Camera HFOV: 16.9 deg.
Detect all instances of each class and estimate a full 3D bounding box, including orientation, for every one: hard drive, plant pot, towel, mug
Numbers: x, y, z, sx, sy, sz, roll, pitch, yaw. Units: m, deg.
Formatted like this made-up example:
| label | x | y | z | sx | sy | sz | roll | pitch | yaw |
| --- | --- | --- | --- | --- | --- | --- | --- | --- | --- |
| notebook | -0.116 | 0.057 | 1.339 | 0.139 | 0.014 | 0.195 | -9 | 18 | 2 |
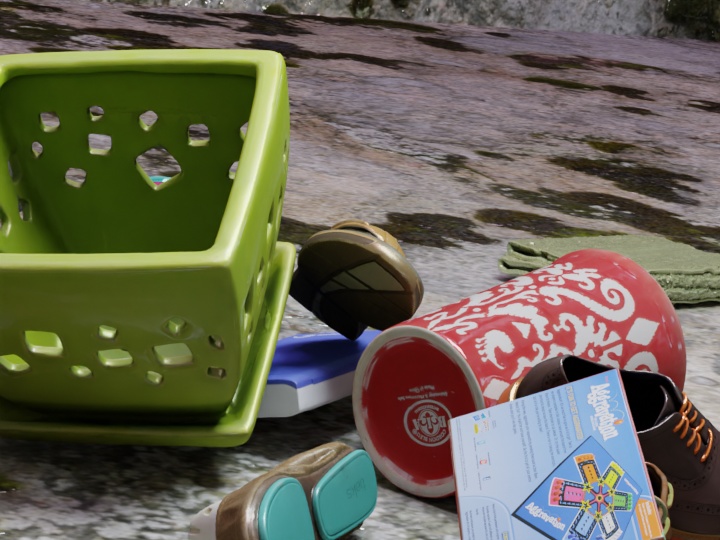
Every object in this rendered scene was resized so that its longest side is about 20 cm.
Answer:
| label | x | y | z | sx | sy | sz | roll | pitch | yaw |
| --- | --- | --- | --- | --- | --- | --- | --- | --- | --- |
| hard drive | -0.045 | 0.068 | 1.611 | 0.131 | 0.026 | 0.200 | -4 | 6 | 31 |
| plant pot | -0.142 | -0.004 | 1.466 | 0.198 | 0.182 | 0.200 | 1 | 43 | 10 |
| towel | 0.232 | 0.000 | 2.103 | 0.199 | 0.037 | 0.148 | -4 | 16 | -38 |
| mug | 0.088 | 0.083 | 1.542 | 0.199 | 0.178 | 0.134 | -15 | 61 | -49 |

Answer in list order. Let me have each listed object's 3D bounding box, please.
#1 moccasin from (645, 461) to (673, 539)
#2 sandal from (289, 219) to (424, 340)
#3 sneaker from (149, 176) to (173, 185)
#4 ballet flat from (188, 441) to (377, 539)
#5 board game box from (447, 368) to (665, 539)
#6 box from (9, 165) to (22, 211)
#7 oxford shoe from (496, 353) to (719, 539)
| label | x | y | z | sx | sy | sz | roll | pitch | yaw |
| --- | --- | --- | --- | --- | --- | --- | --- | --- | --- |
| moccasin | 0.129 | 0.147 | 1.298 | 0.073 | 0.078 | 0.201 | 12 | 14 | 25 |
| sandal | 0.000 | 0.000 | 1.567 | 0.080 | 0.054 | 0.200 | 41 | -13 | -3 |
| sneaker | -0.157 | -0.011 | 1.749 | 0.083 | 0.122 | 0.200 | -2 | 15 | -35 |
| ballet flat | -0.050 | 0.136 | 1.311 | 0.072 | 0.068 | 0.200 | -11 | 7 | 17 |
| board game box | 0.101 | 0.114 | 1.276 | 0.102 | 0.020 | 0.200 | -18 | 21 | 7 |
| box | -0.341 | -0.033 | 1.690 | 0.192 | 0.048 | 0.200 | -18 | 6 | -27 |
| oxford shoe | 0.181 | 0.106 | 1.423 | 0.199 | 0.073 | 0.072 | 21 | 51 | -18 |
